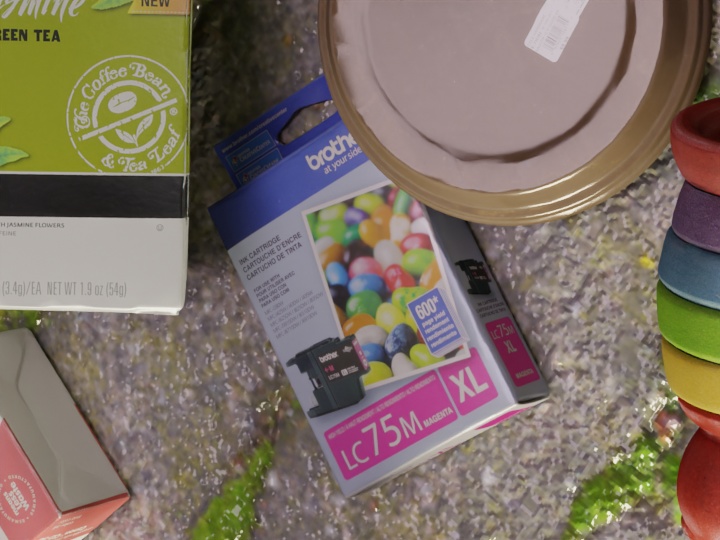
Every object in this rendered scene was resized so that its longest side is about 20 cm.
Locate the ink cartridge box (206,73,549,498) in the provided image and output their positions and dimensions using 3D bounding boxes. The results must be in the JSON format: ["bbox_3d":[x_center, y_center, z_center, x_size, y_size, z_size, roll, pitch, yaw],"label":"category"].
[{"bbox_3d":[0.000,0.000,1.415,0.119,0.042,0.200,-31,78,32],"label":"ink cartridge box"}]

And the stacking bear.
[{"bbox_3d":[0.185,0.035,1.262,0.121,0.114,0.200,12,108,31],"label":"stacking bear"}]

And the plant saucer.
[{"bbox_3d":[0.068,-0.121,1.336,0.200,0.029,0.201,1,92,22],"label":"plant saucer"}]

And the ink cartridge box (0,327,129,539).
[{"bbox_3d":[-0.236,0.136,1.571,0.200,0.067,0.117,-42,74,30],"label":"ink cartridge box"}]

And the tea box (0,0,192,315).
[{"bbox_3d":[-0.187,-0.085,1.415,0.199,0.134,0.197,0,99,-7],"label":"tea box"}]
